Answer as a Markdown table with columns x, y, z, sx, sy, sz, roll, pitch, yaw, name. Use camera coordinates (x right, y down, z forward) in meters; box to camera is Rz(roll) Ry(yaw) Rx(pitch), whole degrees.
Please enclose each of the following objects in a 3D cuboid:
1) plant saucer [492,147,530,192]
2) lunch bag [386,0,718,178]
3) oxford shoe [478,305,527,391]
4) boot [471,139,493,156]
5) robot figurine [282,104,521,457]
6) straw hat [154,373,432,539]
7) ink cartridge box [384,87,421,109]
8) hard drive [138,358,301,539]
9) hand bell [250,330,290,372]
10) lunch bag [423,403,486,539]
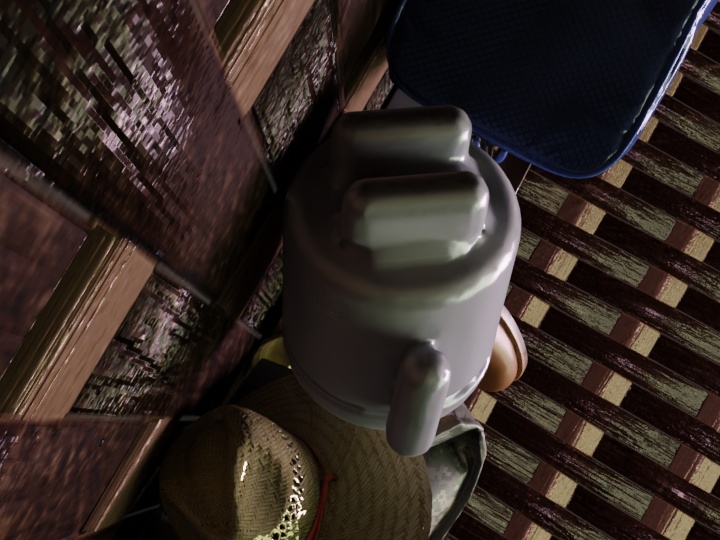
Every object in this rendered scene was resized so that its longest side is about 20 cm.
| x | y | z | sx | sy | sz | roll | pitch | yaw | name |
| --- | --- | --- | --- | --- | --- | --- | --- | --- | --- |
| 0.107 | -0.046 | 1.178 | 0.201 | 0.032 | 0.200 | -61 | 177 | -5 | plant saucer |
| 0.105 | -0.143 | 0.657 | 0.201 | 0.136 | 0.132 | -61 | 175 | 18 | lunch bag |
| 0.036 | 0.030 | 0.808 | 0.071 | 0.200 | 0.072 | -7 | -128 | 41 | oxford shoe |
| 0.075 | -0.135 | 0.970 | 0.201 | 0.067 | 0.131 | -66 | -169 | -1 | boot |
| 0.017 | 0.005 | 0.650 | 0.200 | 0.112 | 0.170 | 95 | -8 | -53 | robot figurine |
| -0.064 | 0.123 | 0.704 | 0.202 | 0.201 | 0.085 | -59 | 136 | -17 | straw hat |
| 0.054 | -0.129 | 0.838 | 0.201 | 0.037 | 0.095 | -63 | 175 | 3 | ink cartridge box |
| -0.064 | 0.158 | 0.770 | 0.200 | 0.135 | 0.042 | -59 | 135 | -16 | hard drive |
| 0.000 | 0.000 | 0.898 | 0.104 | 0.104 | 0.201 | 115 | -6 | -51 | hand bell |
| -0.009 | 0.138 | 0.938 | 0.201 | 0.117 | 0.164 | -60 | -143 | 16 | lunch bag |
